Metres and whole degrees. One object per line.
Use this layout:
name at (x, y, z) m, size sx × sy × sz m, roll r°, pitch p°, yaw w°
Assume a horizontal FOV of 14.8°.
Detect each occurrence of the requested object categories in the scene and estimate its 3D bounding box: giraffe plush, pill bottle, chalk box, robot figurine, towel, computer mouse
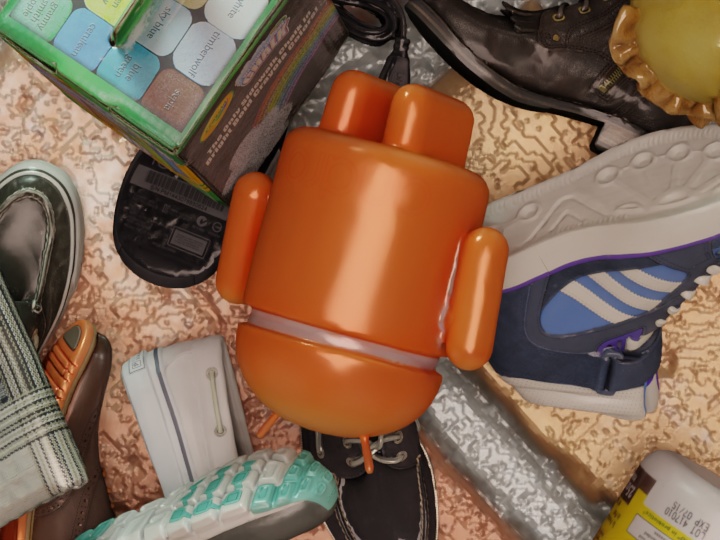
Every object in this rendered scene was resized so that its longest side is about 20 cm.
giraffe plush at (0.174, -0.160, 1.422) m, size 0.199 × 0.173 × 0.163 m, roll -30°, pitch 95°, yaw 18°
pill bottle at (0.156, 0.208, 1.535) m, size 0.109 × 0.109 × 0.201 m, roll 31°, pitch 94°, yaw -2°
chalk box at (-0.099, -0.131, 1.431) m, size 0.123 × 0.200 × 0.125 m, roll 35°, pitch 86°, yaw 12°
robot figurine at (-0.001, 0.000, 1.458) m, size 0.143 × 0.117 × 0.202 m, roll 14°, pitch 90°, yaw -8°
towel at (-0.262, 0.072, 1.512) m, size 0.199 × 0.034 × 0.194 m, roll -29°, pitch 79°, yaw 24°
computer mouse at (-0.049, -0.076, 1.544) m, size 0.139 × 0.046 × 0.201 m, roll 16°, pitch 84°, yaw 7°

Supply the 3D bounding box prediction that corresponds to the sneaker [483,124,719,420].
sneaker at (0.158, 0.011, 1.515) m, size 0.199 × 0.081 × 0.147 m, roll -18°, pitch 128°, yaw 17°

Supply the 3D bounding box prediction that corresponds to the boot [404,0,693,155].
boot at (0.142, -0.159, 1.531) m, size 0.199 × 0.069 × 0.175 m, roll 28°, pitch 91°, yaw -9°

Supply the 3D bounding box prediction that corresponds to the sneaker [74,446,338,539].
sneaker at (-0.081, 0.162, 1.479) m, size 0.199 × 0.078 × 0.092 m, roll -26°, pitch 103°, yaw 32°

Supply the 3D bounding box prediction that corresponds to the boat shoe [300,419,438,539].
boat shoe at (-0.003, 0.086, 1.548) m, size 0.072 × 0.063 × 0.202 m, roll -13°, pitch 94°, yaw 3°

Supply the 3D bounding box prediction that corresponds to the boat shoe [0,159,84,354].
boat shoe at (-0.207, 0.036, 1.545) m, size 0.070 × 0.064 × 0.201 m, roll 20°, pitch 95°, yaw -1°

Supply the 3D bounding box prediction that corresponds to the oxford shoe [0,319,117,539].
oxford shoe at (-0.165, 0.126, 1.559) m, size 0.072 × 0.071 × 0.201 m, roll 13°, pitch 101°, yaw -18°

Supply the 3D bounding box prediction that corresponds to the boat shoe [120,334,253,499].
boat shoe at (-0.070, 0.133, 1.547) m, size 0.066 × 0.074 × 0.201 m, roll -21°, pitch 94°, yaw 5°
